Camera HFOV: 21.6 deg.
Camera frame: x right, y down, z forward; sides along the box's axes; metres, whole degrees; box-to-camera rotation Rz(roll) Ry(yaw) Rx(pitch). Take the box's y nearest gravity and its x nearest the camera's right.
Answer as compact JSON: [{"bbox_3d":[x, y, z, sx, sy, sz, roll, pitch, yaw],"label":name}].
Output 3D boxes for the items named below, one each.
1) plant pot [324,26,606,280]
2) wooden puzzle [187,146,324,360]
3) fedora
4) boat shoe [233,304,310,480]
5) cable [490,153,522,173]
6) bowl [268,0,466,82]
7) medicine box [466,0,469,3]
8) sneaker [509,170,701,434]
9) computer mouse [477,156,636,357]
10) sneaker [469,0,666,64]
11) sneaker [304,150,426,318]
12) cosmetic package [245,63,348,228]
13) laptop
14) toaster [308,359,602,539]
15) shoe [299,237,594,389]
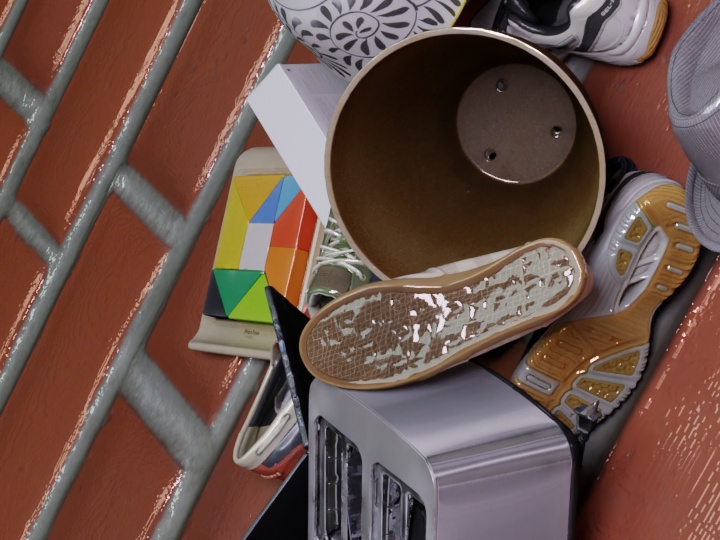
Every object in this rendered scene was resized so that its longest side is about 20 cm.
[{"bbox_3d":[0.092,-0.085,1.311,0.186,0.186,0.200,-55,-5,19],"label":"plant pot"},{"bbox_3d":[-0.082,-0.020,1.661,0.185,0.037,0.200,3,74,55],"label":"wooden puzzle"},{"bbox_3d":[0.250,-0.116,1.156,0.200,0.090,0.177,-56,24,-13],"label":"fedora"},{"bbox_3d":[-0.045,0.075,1.535,0.071,0.063,0.200,14,82,58],"label":"boat shoe"},{"bbox_3d":[0.052,-0.065,1.485,0.200,0.050,0.097,-10,63,52],"label":"cable"},{"bbox_3d":[-0.015,-0.238,1.333,0.201,0.094,0.201,-10,76,48],"label":"bowl"},{"bbox_3d":[0.068,-0.275,1.464,0.200,0.103,0.182,-35,14,39],"label":"medicine box"},{"bbox_3d":[0.163,0.023,1.282,0.200,0.076,0.088,-57,17,14],"label":"sneaker"},{"bbox_3d":[0.132,-0.005,1.366,0.200,0.034,0.059,-45,23,23],"label":"computer mouse"},{"bbox_3d":[0.134,-0.197,1.398,0.200,0.088,0.076,2,75,56],"label":"sneaker"},{"bbox_3d":[0.000,0.000,1.359,0.067,0.090,0.200,1,97,38],"label":"sneaker"},{"bbox_3d":[-0.004,-0.069,1.463,0.051,0.083,0.200,-43,69,32],"label":"cosmetic package"},{"bbox_3d":[-0.055,0.141,1.383,0.103,0.177,0.200,-21,66,12],"label":"laptop"},{"bbox_3d":[0.056,0.154,1.241,0.181,0.119,0.200,33,127,55],"label":"toaster"},{"bbox_3d":[0.057,0.031,1.214,0.200,0.053,0.070,-17,83,18],"label":"shoe"}]
